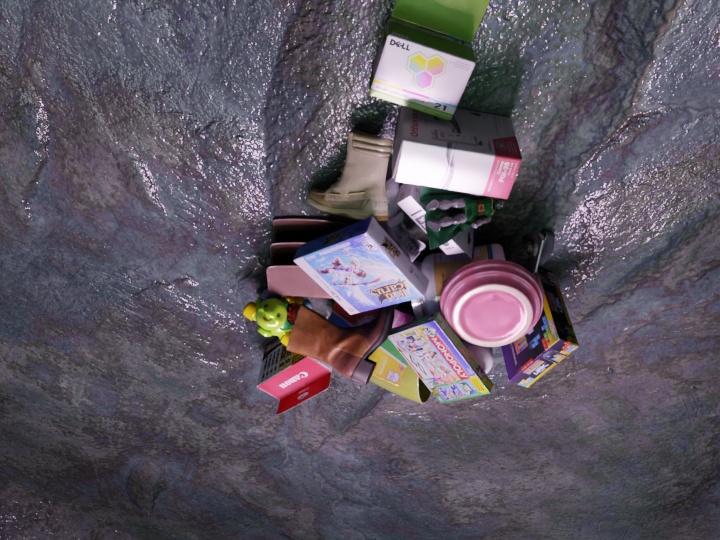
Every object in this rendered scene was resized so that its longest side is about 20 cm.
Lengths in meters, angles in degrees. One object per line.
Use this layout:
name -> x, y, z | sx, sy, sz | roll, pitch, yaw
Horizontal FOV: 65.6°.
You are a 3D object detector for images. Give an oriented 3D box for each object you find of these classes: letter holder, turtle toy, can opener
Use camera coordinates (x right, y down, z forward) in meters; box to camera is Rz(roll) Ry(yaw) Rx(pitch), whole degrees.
letter holder -> -0.094, -0.027, 1.182 | 0.197, 0.101, 0.143 | 4, 132, 2
turtle toy -> -0.181, 0.092, 1.253 | 0.145, 0.200, 0.102 | 34, 109, 4
can opener -> 0.360, 0.017, 1.162 | 0.066, 0.053, 0.203 | 3, 108, -14

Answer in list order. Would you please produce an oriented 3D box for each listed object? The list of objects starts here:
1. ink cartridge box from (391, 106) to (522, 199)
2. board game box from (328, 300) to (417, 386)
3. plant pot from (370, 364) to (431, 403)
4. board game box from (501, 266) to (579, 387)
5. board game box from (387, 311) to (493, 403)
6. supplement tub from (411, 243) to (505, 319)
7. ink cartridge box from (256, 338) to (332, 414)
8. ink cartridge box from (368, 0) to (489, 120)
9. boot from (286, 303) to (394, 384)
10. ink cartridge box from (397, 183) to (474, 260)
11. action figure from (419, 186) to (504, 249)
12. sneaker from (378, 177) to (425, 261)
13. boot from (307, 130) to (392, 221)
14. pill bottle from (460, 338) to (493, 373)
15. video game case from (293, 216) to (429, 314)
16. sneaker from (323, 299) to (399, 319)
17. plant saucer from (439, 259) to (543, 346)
ink cartridge box -> 0.158, -0.208, 0.951 | 0.197, 0.148, 0.083 | 9, 133, -3
board game box -> 0.022, 0.143, 1.231 | 0.198, 0.040, 0.155 | 22, 89, 7
plant pot -> 0.073, 0.206, 1.348 | 0.198, 0.188, 0.189 | 7, 136, 22
board game box -> 0.369, 0.119, 1.202 | 0.056, 0.202, 0.166 | 19, 132, -19
board game box -> 0.163, 0.184, 1.151 | 0.134, 0.029, 0.201 | -25, 109, 44
supplement tub -> 0.208, 0.029, 1.171 | 0.197, 0.146, 0.146 | -10, 132, 14
ink cartridge box -> -0.159, 0.234, 1.381 | 0.199, 0.177, 0.084 | -34, 123, 31
ink cartridge box -> 0.110, -0.357, 0.864 | 0.146, 0.076, 0.201 | 14, 134, -8
boot -> -0.040, 0.120, 1.196 | 0.198, 0.068, 0.190 | 23, 91, 14
ink cartridge box -> 0.150, -0.106, 1.081 | 0.039, 0.100, 0.200 | -27, 124, 36
action figure -> 0.201, -0.115, 1.047 | 0.054, 0.198, 0.120 | 9, 108, 50
sneaker -> 0.074, -0.082, 1.100 | 0.114, 0.075, 0.201 | 32, 139, 18
boot -> -0.022, -0.181, 1.040 | 0.072, 0.199, 0.158 | -9, 109, -41
pill bottle -> 0.240, 0.165, 1.258 | 0.109, 0.201, 0.112 | 2, 134, 2
video game case -> 0.000, 0.000, 1.064 | 0.199, 0.046, 0.181 | -17, 129, 42
sneaker -> 0.003, 0.071, 1.286 | 0.198, 0.075, 0.088 | -17, 118, 16
plant saucer -> 0.252, 0.075, 1.077 | 0.198, 0.051, 0.203 | 4, 125, 6
